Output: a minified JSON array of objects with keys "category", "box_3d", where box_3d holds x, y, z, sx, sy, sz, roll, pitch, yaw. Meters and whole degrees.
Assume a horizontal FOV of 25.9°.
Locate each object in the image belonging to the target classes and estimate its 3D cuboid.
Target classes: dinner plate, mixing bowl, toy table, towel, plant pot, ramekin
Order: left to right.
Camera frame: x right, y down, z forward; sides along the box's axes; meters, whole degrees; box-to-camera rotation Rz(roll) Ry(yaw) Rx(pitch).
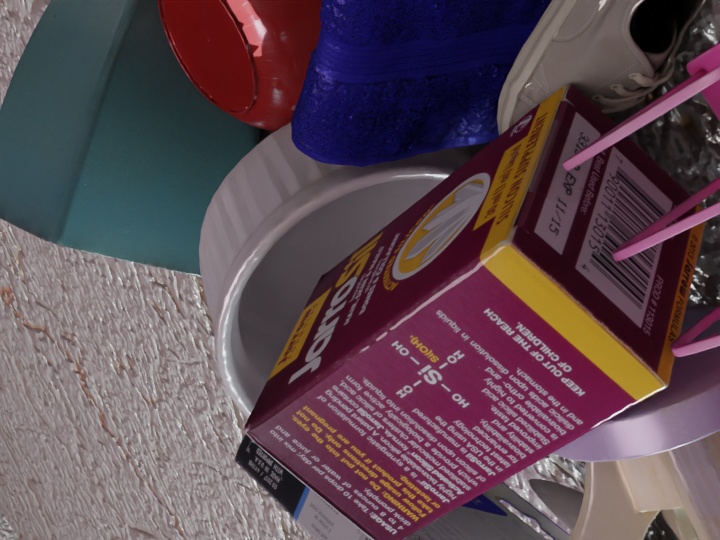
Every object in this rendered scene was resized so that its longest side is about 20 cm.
[{"category":"plant pot","box_3d":[-0.153,-0.115,1.062,0.141,0.141,0.201,21,97,51]},{"category":"mixing bowl","box_3d":[-0.052,-0.160,0.941,0.200,0.108,0.201,42,151,30]},{"category":"ramekin","box_3d":[0.000,0.000,0.926,0.098,0.200,0.201,-119,15,-50]},{"category":"towel","box_3d":[0.050,-0.126,0.755,0.050,0.147,0.200,63,157,26]},{"category":"dinner plate","box_3d":[0.182,0.188,0.940,0.200,0.024,0.200,43,-178,-2]},{"category":"toy table","box_3d":[0.162,0.099,0.792,0.200,0.183,0.118,-49,-63,-75]}]

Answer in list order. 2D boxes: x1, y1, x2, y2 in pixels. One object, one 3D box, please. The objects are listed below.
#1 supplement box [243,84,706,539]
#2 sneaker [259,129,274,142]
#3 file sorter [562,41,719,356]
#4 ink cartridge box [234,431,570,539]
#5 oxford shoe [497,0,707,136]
[{"category":"supplement box","box_3d":[0.055,0.025,0.760,0.103,0.131,0.200,40,131,-14]},{"category":"sneaker","box_3d":[-0.063,-0.071,1.129,0.082,0.077,0.200,29,157,-30]},{"category":"file sorter","box_3d":[0.198,-0.006,0.645,0.200,0.125,0.139,57,151,0]},{"category":"ink cartridge box","box_3d":[0.051,0.161,0.964,0.198,0.200,0.044,35,105,46]},{"category":"oxford shoe","box_3d":[0.119,-0.102,0.748,0.058,0.075,0.200,53,149,18]}]
